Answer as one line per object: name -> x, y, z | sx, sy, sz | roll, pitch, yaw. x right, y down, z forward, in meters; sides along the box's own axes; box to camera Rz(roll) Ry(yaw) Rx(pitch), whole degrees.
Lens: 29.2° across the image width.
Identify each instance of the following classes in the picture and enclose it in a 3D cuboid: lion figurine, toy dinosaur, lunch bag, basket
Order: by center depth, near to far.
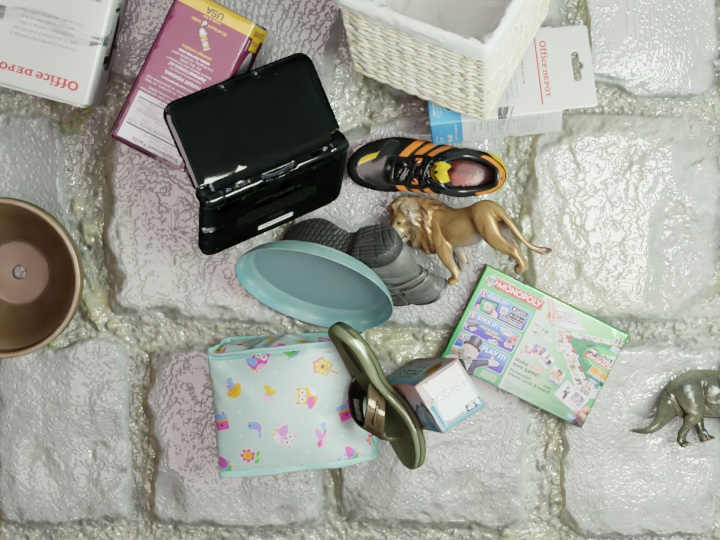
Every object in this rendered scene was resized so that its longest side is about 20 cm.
basket -> 0.105, -0.311, 1.593 | 0.200, 0.161, 0.198 | 23, 67, 18
lion figurine -> 0.129, -0.051, 1.685 | 0.200, 0.072, 0.123 | -14, 109, 38
lunch bag -> -0.079, 0.163, 1.721 | 0.200, 0.122, 0.170 | -6, 95, 5
toy dinosaur -> 0.432, 0.163, 1.730 | 0.200, 0.077, 0.102 | -13, 83, 9

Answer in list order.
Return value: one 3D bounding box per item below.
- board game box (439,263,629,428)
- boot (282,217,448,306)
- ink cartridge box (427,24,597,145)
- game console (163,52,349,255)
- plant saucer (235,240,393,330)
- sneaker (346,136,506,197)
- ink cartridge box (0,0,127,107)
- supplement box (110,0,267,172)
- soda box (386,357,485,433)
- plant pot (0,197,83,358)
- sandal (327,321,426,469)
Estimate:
board game box -> 0.219, 0.095, 1.746 | 0.200, 0.029, 0.135 | 27, 96, 0
boot -> 0.000, 0.000, 1.717 | 0.132, 0.200, 0.070 | 44, 65, -42
ink cartridge box -> 0.180, -0.225, 1.677 | 0.200, 0.068, 0.116 | -5, 72, 4
game console -> -0.127, -0.138, 1.667 | 0.200, 0.176, 0.116 | -25, 63, -22
plant saucer -> -0.054, 0.015, 1.684 | 0.200, 0.200, 0.027 | 15, 64, 1
sneaker -> 0.082, -0.127, 1.698 | 0.200, 0.090, 0.070 | 4, 96, 2
ink cartridge box -> -0.374, -0.314, 1.705 | 0.147, 0.083, 0.200 | 16, 96, 2
supplement box -> -0.206, -0.230, 1.682 | 0.103, 0.131, 0.200 | 27, 97, 0
soda box -> 0.083, 0.149, 1.670 | 0.064, 0.200, 0.068 | -32, 93, -11
plant pot -> -0.441, 0.005, 1.737 | 0.201, 0.093, 0.201 | 0, 96, 2
sandal -> 0.009, 0.155, 1.650 | 0.057, 0.080, 0.201 | -36, 99, -24
